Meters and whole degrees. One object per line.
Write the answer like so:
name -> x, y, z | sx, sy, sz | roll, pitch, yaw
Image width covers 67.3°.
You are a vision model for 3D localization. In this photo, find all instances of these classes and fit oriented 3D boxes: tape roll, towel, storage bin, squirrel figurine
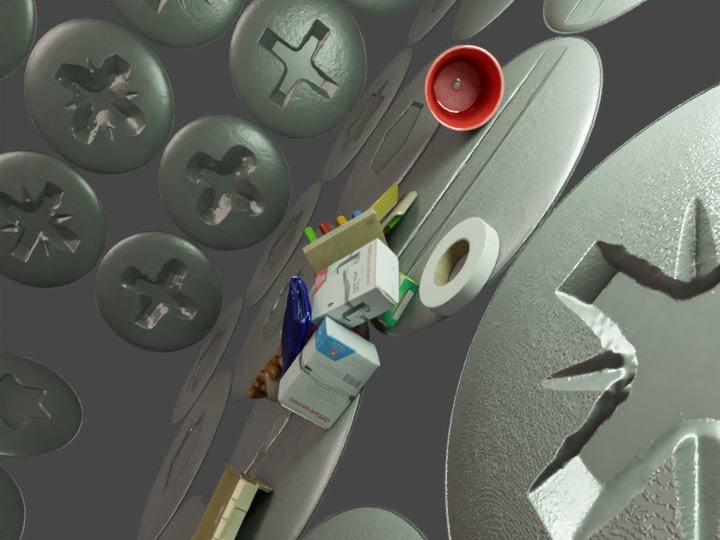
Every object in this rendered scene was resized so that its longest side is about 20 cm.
tape roll -> 0.190, -0.008, 1.065 | 0.204, 0.037, 0.205 | -51, 20, 25
towel -> -0.150, 0.136, 1.272 | 0.150, 0.048, 0.204 | -104, 23, -48
storage bin -> -0.322, 0.613, 1.348 | 0.197, 0.092, 0.204 | -17, 44, 62
squirrel figurine -> -0.214, 0.259, 1.516 | 0.200, 0.138, 0.192 | -110, 40, -81

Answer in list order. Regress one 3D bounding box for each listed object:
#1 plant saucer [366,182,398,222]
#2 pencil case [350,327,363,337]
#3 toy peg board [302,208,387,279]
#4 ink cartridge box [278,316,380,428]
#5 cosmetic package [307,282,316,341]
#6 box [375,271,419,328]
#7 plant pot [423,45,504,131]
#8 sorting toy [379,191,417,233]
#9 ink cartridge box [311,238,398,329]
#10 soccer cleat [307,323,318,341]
plant saucer -> 0.027, -0.152, 1.606 | 0.200, 0.049, 0.200 | -46, 4, -22
pencil case -> -0.071, 0.218, 1.328 | 0.201, 0.087, 0.090 | -48, 20, 32
toy peg board -> -0.041, -0.058, 1.358 | 0.196, 0.202, 0.099 | -30, 49, -5
ink cartridge box -> -0.073, 0.230, 1.207 | 0.202, 0.144, 0.086 | -52, 20, 17
cosmetic package -> -0.117, 0.131, 1.466 | 0.072, 0.104, 0.202 | -2, 34, 23
box -> 0.060, 0.053, 1.295 | 0.119, 0.048, 0.200 | -58, 21, 3
plant pot -> 0.257, -0.472, 1.397 | 0.202, 0.198, 0.178 | -51, 9, 18
sorting toy -> 0.072, -0.125, 1.500 | 0.199, 0.037, 0.186 | -42, 6, 32
ink cartridge box -> -0.013, 0.041, 1.231 | 0.197, 0.085, 0.149 | -27, 41, 29
soccer cleat -> -0.077, 0.128, 1.384 | 0.068, 0.074, 0.199 | -46, -9, 33
